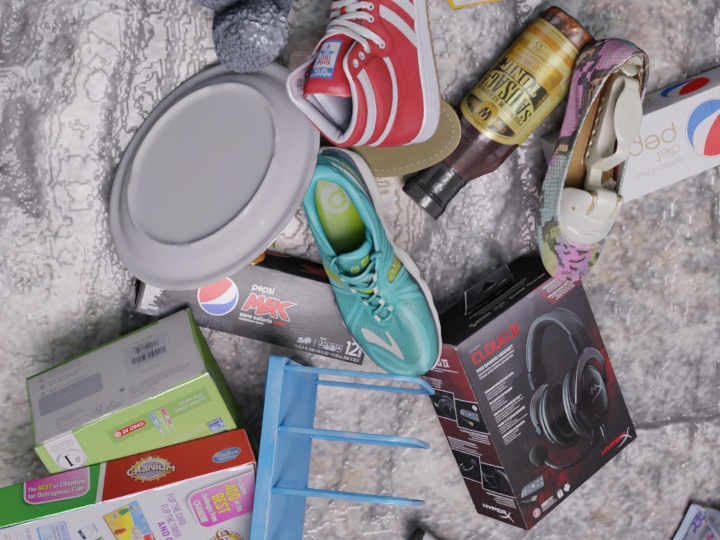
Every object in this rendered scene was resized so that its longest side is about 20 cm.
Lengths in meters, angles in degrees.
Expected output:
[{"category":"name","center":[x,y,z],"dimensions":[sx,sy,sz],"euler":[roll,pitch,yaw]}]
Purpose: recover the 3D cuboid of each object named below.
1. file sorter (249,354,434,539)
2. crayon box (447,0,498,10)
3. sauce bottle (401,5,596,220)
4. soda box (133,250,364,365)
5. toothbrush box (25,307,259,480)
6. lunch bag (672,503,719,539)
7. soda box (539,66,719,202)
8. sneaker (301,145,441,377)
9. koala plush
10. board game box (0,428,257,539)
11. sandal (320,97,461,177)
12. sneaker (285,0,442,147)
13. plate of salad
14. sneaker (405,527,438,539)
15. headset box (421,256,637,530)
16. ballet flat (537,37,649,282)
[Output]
[{"category":"file sorter","center":[-0.012,0.180,0.984],"dimensions":[0.121,0.139,0.203],"euler":[4,81,9]},{"category":"crayon box","center":[0.100,-0.297,0.926],"dimensions":[0.124,0.052,0.201],"euler":[-5,142,22]},{"category":"sauce bottle","center":[0.116,-0.128,1.037],"dimensions":[0.066,0.066,0.200],"euler":[39,94,-16]},{"category":"soda box","center":[-0.087,0.019,1.035],"dimensions":[0.198,0.071,0.064],"euler":[15,102,-13]},{"category":"toothbrush box","center":[-0.165,0.151,1.013],"dimensions":[0.144,0.086,0.201],"euler":[-24,130,-3]},{"category":"lunch bag","center":[0.362,0.352,1.173],"dimensions":[0.168,0.127,0.202],"euler":[21,107,-12]},{"category":"soda box","center":[0.262,-0.116,1.066],"dimensions":[0.198,0.064,0.069],"euler":[-22,107,-4]},{"category":"sneaker","center":[0.000,0.000,0.967],"dimensions":[0.077,0.080,0.202],"euler":[-25,100,10]},{"category":"koala plush","center":[-0.096,-0.271,0.878],"dimensions":[0.176,0.200,0.185],"euler":[29,83,-6]},{"category":"board game box","center":[-0.176,0.214,0.974],"dimensions":[0.198,0.040,0.154],"euler":[-12,129,-13]},{"category":"sandal","center":[-0.014,-0.113,1.023],"dimensions":[0.209,0.070,0.079],"euler":[-10,100,17]},{"category":"sneaker","center":[-0.007,-0.188,0.908],"dimensions":[0.112,0.071,0.203],"euler":[-16,93,-44]},{"category":"plate of salad","center":[-0.112,-0.074,0.964],"dimensions":[0.200,0.200,0.048],"euler":[-46,141,4]},{"category":"sneaker","center":[0.124,0.289,1.149],"dimensions":[0.087,0.075,0.200],"euler":[-48,114,-3]},{"category":"headset box","center":[0.139,0.094,1.065],"dimensions":[0.148,0.077,0.202],"euler":[-32,110,-28]},{"category":"ballet flat","center":[0.190,-0.086,0.989],"dimensions":[0.068,0.071,0.203],"euler":[9,98,-21]}]
